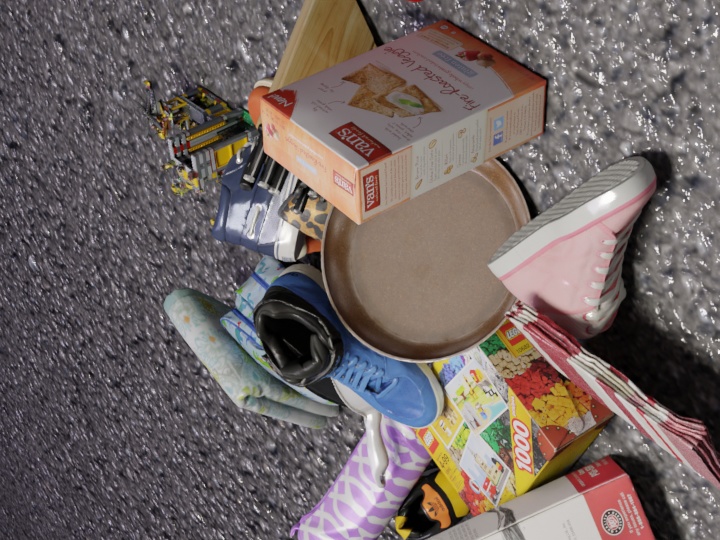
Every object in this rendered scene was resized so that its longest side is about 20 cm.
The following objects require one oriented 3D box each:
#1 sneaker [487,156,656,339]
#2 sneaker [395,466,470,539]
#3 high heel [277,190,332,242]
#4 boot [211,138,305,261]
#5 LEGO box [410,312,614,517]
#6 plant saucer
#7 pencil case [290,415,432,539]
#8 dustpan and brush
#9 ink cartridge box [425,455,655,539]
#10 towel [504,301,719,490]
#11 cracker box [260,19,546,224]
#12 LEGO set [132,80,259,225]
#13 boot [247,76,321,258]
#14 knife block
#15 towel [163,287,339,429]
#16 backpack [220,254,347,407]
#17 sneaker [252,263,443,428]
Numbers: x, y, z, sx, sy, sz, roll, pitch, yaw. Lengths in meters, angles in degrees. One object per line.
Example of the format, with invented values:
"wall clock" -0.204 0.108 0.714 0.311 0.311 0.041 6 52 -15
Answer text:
"sneaker" 0.191 -0.012 1.192 0.105 0.075 0.200 49 145 -2
"sneaker" 0.064 0.260 1.613 0.070 0.089 0.200 58 152 10
"high heel" 0.000 0.000 1.441 0.072 0.141 0.202 -115 15 -68
"boot" -0.083 -0.116 1.456 0.073 0.089 0.202 27 -103 -83
"LEGO box" 0.133 0.135 1.402 0.149 0.077 0.201 53 151 19
"plant saucer" 0.061 -0.018 1.329 0.201 0.200 0.032 52 -170 20
"pencil case" 0.011 0.220 1.572 0.085 0.201 0.084 30 -166 -6
"dustpan and brush" 0.013 0.114 1.486 0.057 0.139 0.202 -17 87 35
"ink cartridge box" 0.165 0.275 1.322 0.083 0.198 0.148 -116 2 -84
"towel" 0.214 0.103 1.211 0.199 0.023 0.144 37 176 34
"cracker box" 0.035 -0.126 1.219 0.134 0.199 0.058 38 143 39
"LEGO set" -0.184 -0.117 1.694 0.200 0.115 0.155 41 145 36
"boot" -0.077 -0.105 1.534 0.201 0.106 0.075 58 154 14
"knife block" -0.059 -0.158 1.365 0.202 0.174 0.064 66 152 8
"towel" -0.125 0.104 1.740 0.171 0.048 0.199 45 -169 32
"backpack" -0.063 0.061 1.611 0.163 0.154 0.201 35 -164 -39
"sneaker" -0.016 0.087 1.365 0.200 0.111 0.077 45 119 -2
